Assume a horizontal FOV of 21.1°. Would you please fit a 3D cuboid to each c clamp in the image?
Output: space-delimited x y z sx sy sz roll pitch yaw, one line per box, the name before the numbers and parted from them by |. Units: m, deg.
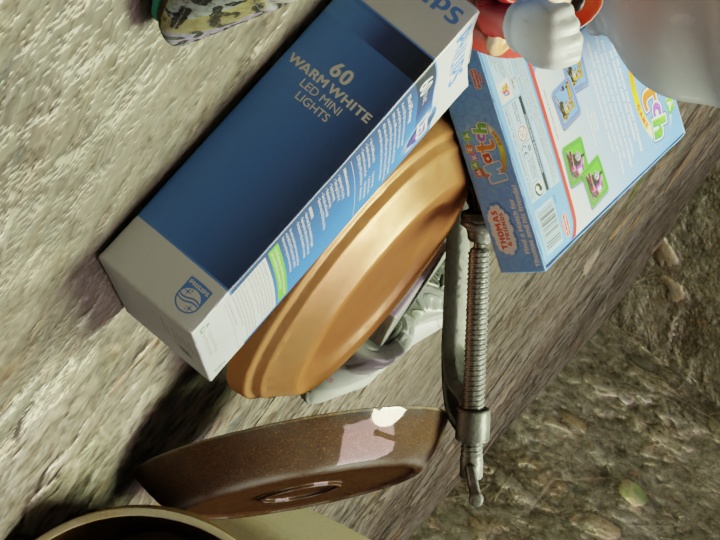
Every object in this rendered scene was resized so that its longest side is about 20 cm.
c clamp | 0.070 0.031 1.196 0.171 0.027 0.201 -133 -136 -84

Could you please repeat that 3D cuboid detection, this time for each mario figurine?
mario figurine | 0.092 -0.161 0.929 0.124 0.106 0.200 -53 168 -3

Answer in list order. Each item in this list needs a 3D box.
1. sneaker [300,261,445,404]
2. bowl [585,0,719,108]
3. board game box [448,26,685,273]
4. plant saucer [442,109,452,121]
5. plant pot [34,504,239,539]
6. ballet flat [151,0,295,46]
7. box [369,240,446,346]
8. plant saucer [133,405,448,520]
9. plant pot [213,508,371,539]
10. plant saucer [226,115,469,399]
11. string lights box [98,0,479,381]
sneaker | 0.008 0.034 1.368 0.099 0.078 0.200 -43 172 33
bowl | 0.174 -0.184 1.105 0.201 0.090 0.202 -2 90 -75
board game box | 0.122 -0.110 1.157 0.037 0.152 0.200 -4 -156 38
plant saucer | 0.006 -0.045 1.169 0.200 0.029 0.200 -48 169 -12
plant pot | -0.127 0.219 1.150 0.186 0.186 0.200 -51 -177 0
ballet flat | -0.002 -0.146 0.671 0.200 0.072 0.072 -56 169 24
box | 0.052 -0.034 1.305 0.200 0.039 0.041 -53 172 -34
plant saucer | -0.040 0.124 1.205 0.200 0.035 0.200 -11 166 -3
plant pot | -0.077 0.270 1.472 0.200 0.177 0.200 -52 170 4
plant saucer | 0.000 0.000 1.117 0.200 0.037 0.200 -49 169 -13
string lights box | -0.029 -0.049 0.911 0.200 0.059 0.103 -49 170 -12
